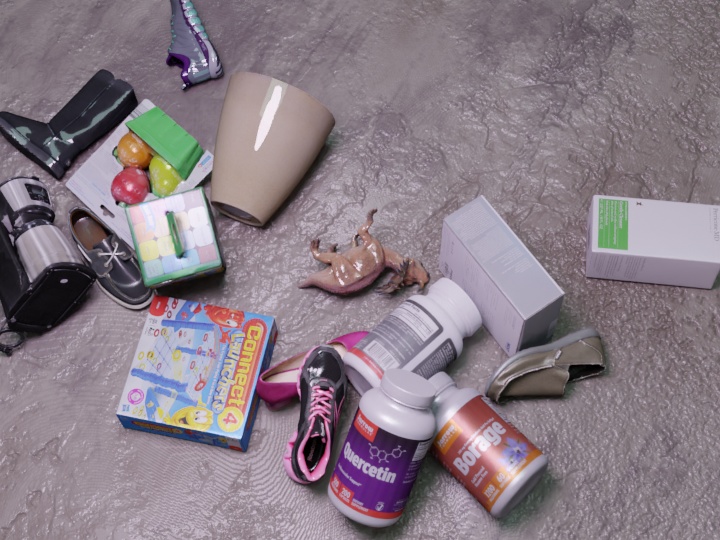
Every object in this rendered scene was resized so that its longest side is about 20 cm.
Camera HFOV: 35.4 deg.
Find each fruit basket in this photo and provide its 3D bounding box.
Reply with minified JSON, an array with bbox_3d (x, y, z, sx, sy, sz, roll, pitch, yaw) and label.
[{"bbox_3d":[-0.357,-0.158,1.850,0.185,0.094,0.201,39,86,20],"label":"fruit basket"}]

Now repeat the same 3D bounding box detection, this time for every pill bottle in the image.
[{"bbox_3d":[0.160,0.241,1.594,0.112,0.113,0.200,-41,68,-17],"label":"pill bottle"},{"bbox_3d":[0.034,0.242,1.550,0.111,0.112,0.202,24,107,14],"label":"pill bottle"},{"bbox_3d":[0.079,0.110,1.663,0.199,0.116,0.116,-40,68,-17],"label":"pill bottle"}]

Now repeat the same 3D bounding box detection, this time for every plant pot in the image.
[{"bbox_3d":[-0.162,-0.182,1.802,0.185,0.187,0.202,20,78,12],"label":"plant pot"}]

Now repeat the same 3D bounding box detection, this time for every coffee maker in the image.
[{"bbox_3d":[-0.531,-0.016,1.741,0.191,0.135,0.201,-34,62,-4],"label":"coffee maker"}]

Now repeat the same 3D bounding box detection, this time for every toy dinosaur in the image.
[{"bbox_3d":[0.000,0.000,1.745,0.198,0.086,0.137,-25,71,-4],"label":"toy dinosaur"}]

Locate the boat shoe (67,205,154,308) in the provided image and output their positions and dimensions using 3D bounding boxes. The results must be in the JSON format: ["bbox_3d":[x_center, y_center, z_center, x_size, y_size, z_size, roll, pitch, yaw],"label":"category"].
[{"bbox_3d":[-0.399,-0.020,1.781,0.071,0.068,0.200,-35,68,-16],"label":"boat shoe"}]

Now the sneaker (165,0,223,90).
[{"bbox_3d":[-0.315,-0.411,1.972,0.087,0.075,0.202,-26,65,-5],"label":"sneaker"}]

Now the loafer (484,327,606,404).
[{"bbox_3d":[0.276,0.150,1.655,0.198,0.076,0.070,-23,60,-9],"label":"loafer"}]

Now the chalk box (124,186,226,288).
[{"bbox_3d":[-0.278,-0.047,1.696,0.122,0.200,0.126,-15,88,-5],"label":"chalk box"}]

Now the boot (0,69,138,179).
[{"bbox_3d":[-0.500,-0.273,1.911,0.164,0.066,0.201,37,73,10],"label":"boot"}]

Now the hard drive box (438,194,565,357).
[{"bbox_3d":[0.206,0.015,1.683,0.076,0.156,0.201,-30,66,-14],"label":"hard drive box"}]

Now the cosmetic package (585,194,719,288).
[{"bbox_3d":[0.452,-0.044,1.741,0.197,0.085,0.109,4,61,6],"label":"cosmetic package"}]

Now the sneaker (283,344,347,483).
[{"bbox_3d":[-0.058,0.207,1.597,0.078,0.095,0.203,9,88,-9],"label":"sneaker"}]

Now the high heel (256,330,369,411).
[{"bbox_3d":[-0.065,0.134,1.668,0.198,0.096,0.068,-25,64,-10],"label":"high heel"}]

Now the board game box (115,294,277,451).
[{"bbox_3d":[-0.242,0.152,1.690,0.193,0.056,0.202,9,64,8],"label":"board game box"}]
